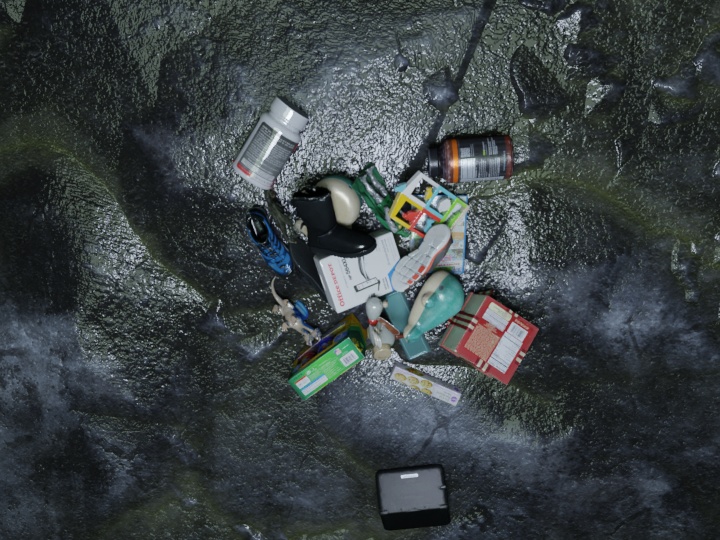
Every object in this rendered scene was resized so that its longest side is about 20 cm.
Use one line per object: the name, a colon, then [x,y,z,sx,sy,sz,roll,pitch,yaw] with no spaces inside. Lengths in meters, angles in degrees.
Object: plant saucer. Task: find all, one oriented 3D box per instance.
plant saucer: [0.118,0.144,1.678,0.069,0.019,0.202,-24,104,10]

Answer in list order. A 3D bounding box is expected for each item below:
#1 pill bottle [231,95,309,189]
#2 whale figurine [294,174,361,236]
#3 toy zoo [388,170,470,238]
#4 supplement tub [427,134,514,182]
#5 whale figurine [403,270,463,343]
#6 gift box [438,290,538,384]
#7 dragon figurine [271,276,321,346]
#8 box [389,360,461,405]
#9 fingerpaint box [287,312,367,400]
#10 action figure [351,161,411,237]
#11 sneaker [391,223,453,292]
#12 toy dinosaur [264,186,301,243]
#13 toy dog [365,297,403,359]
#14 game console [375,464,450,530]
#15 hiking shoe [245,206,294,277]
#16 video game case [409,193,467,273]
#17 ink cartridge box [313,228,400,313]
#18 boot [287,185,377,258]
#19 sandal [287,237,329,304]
pill bottle: [-0.214,-0.308,1.521,0.113,0.114,0.201,34,105,-6]
whale figurine: [-0.079,-0.155,1.578,0.159,0.104,0.200,41,128,-9]
toy zoo: [0.157,-0.153,1.536,0.199,0.021,0.132,28,106,-27]
supplement tub: [0.261,-0.266,1.509,0.197,0.107,0.109,-3,106,5]
whale figurine: [0.185,0.101,1.575,0.103,0.159,0.201,31,80,16]
gift box: [0.328,0.158,1.588,0.184,0.187,0.201,37,85,-5]
dragon figurine: [-0.178,0.114,1.662,0.059,0.099,0.201,-41,66,13]
box: [0.176,0.305,1.708,0.198,0.039,0.042,24,107,-4]
fingerpaint box: [-0.083,0.219,1.633,0.199,0.167,0.074,-36,102,13]
action figure: [0.065,-0.162,1.561,0.054,0.118,0.201,-15,119,45]
sneaker: [0.162,-0.018,1.550,0.200,0.077,0.082,-47,142,4]
toy dinosaur: [-0.193,-0.120,1.573,0.047,0.088,0.201,-31,60,1]
toy dog: [0.067,0.143,1.602,0.095,0.200,0.134,-13,70,-6]
game console: [0.152,0.657,1.820,0.197,0.116,0.179,-8,75,5]
hiking shoe: [-0.238,-0.063,1.605,0.074,0.087,0.201,-29,102,11]
video game case: [0.197,-0.092,1.607,0.141,0.018,0.203,1,106,2]
ink cartridge box: [0.000,0.000,1.582,0.198,0.084,0.148,-22,105,-10]
boot: [-0.067,-0.117,1.484,0.196,0.074,0.164,5,129,28]
sandal: [-0.133,0.007,1.630,0.048,0.075,0.202,-26,105,35]
